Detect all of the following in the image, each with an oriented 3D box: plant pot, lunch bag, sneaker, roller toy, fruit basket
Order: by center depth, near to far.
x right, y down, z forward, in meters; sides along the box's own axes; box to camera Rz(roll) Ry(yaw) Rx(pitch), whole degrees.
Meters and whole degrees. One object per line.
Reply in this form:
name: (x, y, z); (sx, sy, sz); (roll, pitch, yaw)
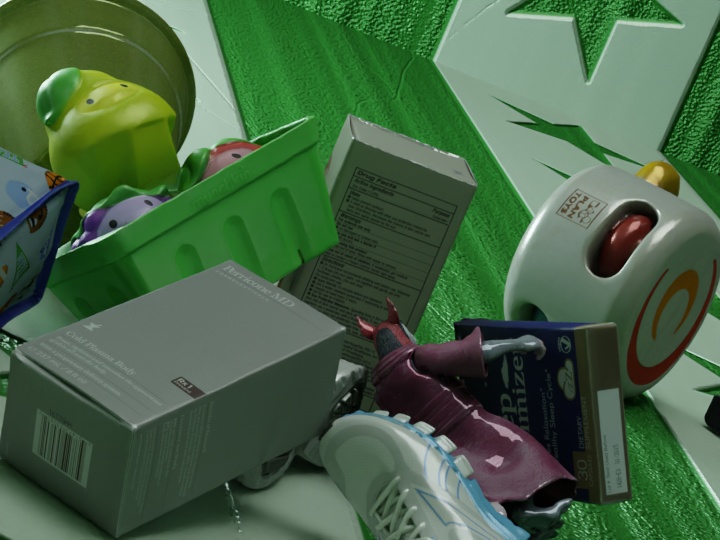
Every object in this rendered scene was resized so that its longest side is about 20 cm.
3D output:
sneaker: (0.044, 0.164, 1.641); (0.200, 0.075, 0.087); (41, 30, 16)
lunch bag: (-0.305, -0.026, 1.736); (0.170, 0.124, 0.200); (27, 30, 13)
sneaker: (-0.064, 0.085, 1.804); (0.099, 0.078, 0.200); (25, 12, 20)
fruit basket: (-0.142, -0.063, 1.871); (0.215, 0.217, 0.155); (16, -18, -28)
plant pot: (-0.214, -0.086, 2.043); (0.199, 0.201, 0.190); (18, 27, -21)
roller toy: (0.219, 0.005, 2.365); (0.139, 0.201, 0.182); (29, 20, 28)

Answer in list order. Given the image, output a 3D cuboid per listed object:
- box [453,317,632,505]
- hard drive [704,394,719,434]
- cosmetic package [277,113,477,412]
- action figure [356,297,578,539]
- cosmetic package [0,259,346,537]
box: (0.117, 0.096, 1.876); (0.032, 0.122, 0.200); (-8, 4, -29)
hard drive: (0.423, 0.167, 2.422); (0.199, 0.033, 0.139); (12, 17, -43)
cosmetic package: (0.000, 0.000, 1.969); (0.103, 0.201, 0.087); (22, 14, -10)
action figure: (0.054, 0.110, 1.808); (0.200, 0.134, 0.149); (49, 45, 12)
cosmetic package: (-0.112, 0.074, 1.625); (0.107, 0.091, 0.200); (29, 35, 27)
